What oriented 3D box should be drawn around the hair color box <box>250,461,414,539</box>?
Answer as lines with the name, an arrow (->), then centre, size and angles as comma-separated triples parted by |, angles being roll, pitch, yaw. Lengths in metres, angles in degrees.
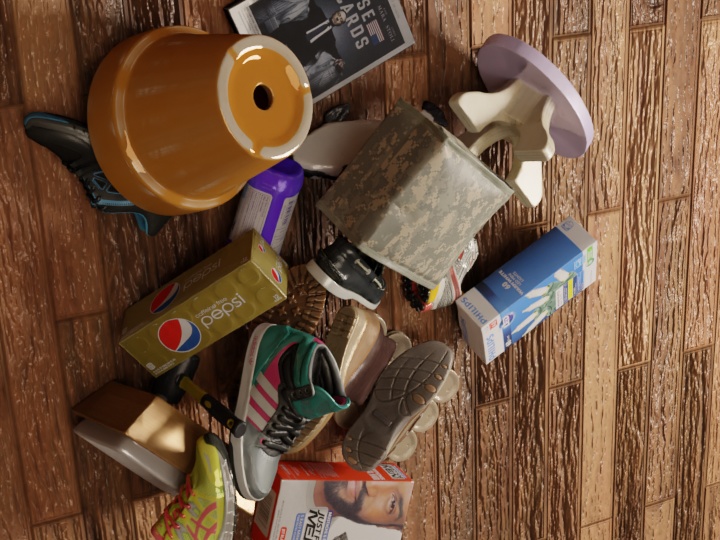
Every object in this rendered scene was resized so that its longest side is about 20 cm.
hair color box -> -0.037, 0.317, 1.526 | 0.198, 0.064, 0.112 | 5, 103, -29

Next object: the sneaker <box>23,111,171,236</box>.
sneaker -> -0.284, -0.106, 1.258 | 0.199, 0.073, 0.082 | 28, 93, -30

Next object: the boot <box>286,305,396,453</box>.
boot -> -0.024, 0.148, 1.409 | 0.201, 0.072, 0.166 | -61, 154, -10

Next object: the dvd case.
dvd case -> -0.045, -0.287, 1.346 | 0.199, 0.025, 0.151 | -33, 118, -13

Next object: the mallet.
mallet -> -0.178, 0.137, 1.320 | 0.041, 0.199, 0.066 | 27, 83, -36

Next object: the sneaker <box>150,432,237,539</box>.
sneaker -> -0.184, 0.272, 1.259 | 0.089, 0.078, 0.202 | 1, 111, -14

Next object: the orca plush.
orca plush -> 0.005, -0.153, 1.408 | 0.199, 0.071, 0.106 | -33, 74, -18

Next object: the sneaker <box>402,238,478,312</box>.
sneaker -> 0.111, -0.047, 1.481 | 0.081, 0.078, 0.202 | -4, 116, -33

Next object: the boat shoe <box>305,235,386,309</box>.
boat shoe -> 0.000, 0.000, 1.381 | 0.060, 0.200, 0.076 | -46, 78, 9

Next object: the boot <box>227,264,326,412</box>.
boot -> -0.099, 0.081, 1.402 | 0.075, 0.107, 0.201 | 28, 97, 4

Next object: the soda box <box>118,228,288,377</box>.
soda box -> -0.179, 0.038, 1.311 | 0.199, 0.064, 0.068 | -31, 121, 19

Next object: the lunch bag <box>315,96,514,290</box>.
lunch bag -> 0.075, -0.079, 1.346 | 0.164, 0.118, 0.199 | -51, 139, 7

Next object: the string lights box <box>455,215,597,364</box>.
string lights box -> 0.224, 0.026, 1.540 | 0.199, 0.059, 0.103 | -36, 149, -12

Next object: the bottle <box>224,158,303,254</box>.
bottle -> -0.124, -0.036, 1.353 | 0.065, 0.084, 0.202 | 20, 112, 1

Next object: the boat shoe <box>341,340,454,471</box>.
boat shoe -> 0.050, 0.175, 1.503 | 0.200, 0.076, 0.072 | -49, 164, 2

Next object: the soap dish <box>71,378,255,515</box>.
soap dish -> -0.226, 0.210, 1.350 | 0.200, 0.157, 0.082 | 40, 71, -31

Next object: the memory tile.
memory tile -> 0.032, 0.157, 1.534 | 0.199, 0.017, 0.154 | 37, 88, -30

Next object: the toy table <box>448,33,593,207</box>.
toy table -> 0.195, -0.180, 1.423 | 0.200, 0.183, 0.118 | 43, 69, -18

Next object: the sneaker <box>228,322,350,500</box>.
sneaker -> -0.073, 0.162, 1.287 | 0.083, 0.120, 0.202 | 20, 74, -58

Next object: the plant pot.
plant pot -> -0.154, -0.165, 1.200 | 0.199, 0.182, 0.203 | 4, 85, -44
